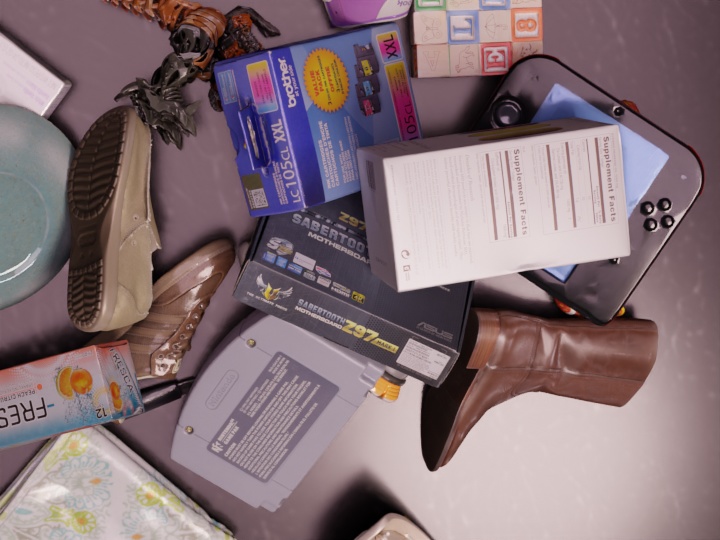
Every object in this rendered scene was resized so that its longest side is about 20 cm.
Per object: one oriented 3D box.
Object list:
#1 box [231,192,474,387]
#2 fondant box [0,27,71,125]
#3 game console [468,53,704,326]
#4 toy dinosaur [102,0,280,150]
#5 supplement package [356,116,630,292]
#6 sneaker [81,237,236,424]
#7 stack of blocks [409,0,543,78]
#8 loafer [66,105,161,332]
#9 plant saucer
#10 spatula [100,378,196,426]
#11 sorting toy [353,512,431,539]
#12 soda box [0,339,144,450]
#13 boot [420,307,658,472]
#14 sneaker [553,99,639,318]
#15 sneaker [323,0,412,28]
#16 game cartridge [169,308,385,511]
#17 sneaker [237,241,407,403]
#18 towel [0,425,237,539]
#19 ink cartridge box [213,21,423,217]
[{"bbox_3d":[0.000,0.000,1.450,0.199,0.158,0.051,25,127,-6],"label":"box"},{"bbox_3d":[-0.372,-0.130,1.459,0.144,0.058,0.200,37,94,-8],"label":"fondant box"},{"bbox_3d":[0.182,-0.073,1.452,0.199,0.031,0.178,33,100,1],"label":"game console"},{"bbox_3d":[-0.146,-0.185,1.465,0.199,0.102,0.136,29,79,11],"label":"toy dinosaur"},{"bbox_3d":[0.108,-0.058,1.369,0.198,0.114,0.111,-9,100,-11],"label":"supplement package"},{"bbox_3d":[-0.175,0.055,1.487,0.200,0.070,0.076,-40,89,12],"label":"sneaker"},{"bbox_3d":[0.100,-0.274,1.472,0.114,0.059,0.202,-2,97,-3],"label":"stack of blocks"},{"bbox_3d":[-0.211,-0.042,1.442,0.068,0.075,0.202,17,76,-47],"label":"loafer"},{"bbox_3d":[-0.325,-0.044,1.433,0.200,0.039,0.202,-14,121,-24],"label":"plant saucer"},{"bbox_3d":[-0.151,0.108,1.517,0.198,0.021,0.057,-17,118,3],"label":"spatula"},{"bbox_3d":[0.017,0.339,1.525,0.180,0.107,0.200,-38,98,9],"label":"sorting toy"},{"bbox_3d":[-0.293,0.117,1.453,0.199,0.064,0.069,-15,87,21],"label":"soda box"},{"bbox_3d":[0.168,0.115,1.523,0.198,0.064,0.187,4,128,-23],"label":"boot"},{"bbox_3d":[0.226,-0.056,1.511,0.077,0.073,0.202,6,102,-24],"label":"sneaker"},{"bbox_3d":[-0.043,-0.273,1.448,0.199,0.073,0.115,22,122,18],"label":"sneaker"},{"bbox_3d":[-0.083,0.119,1.478,0.133,0.042,0.200,34,121,-6],"label":"game cartridge"},{"bbox_3d":[-0.027,0.033,1.496,0.200,0.078,0.077,39,89,-16],"label":"sneaker"},{"bbox_3d":[-0.241,0.251,1.513,0.200,0.048,0.171,41,95,-10],"label":"towel"},{"bbox_3d":[-0.042,-0.128,1.415,0.199,0.076,0.138,-21,100,-44],"label":"ink cartridge box"}]
